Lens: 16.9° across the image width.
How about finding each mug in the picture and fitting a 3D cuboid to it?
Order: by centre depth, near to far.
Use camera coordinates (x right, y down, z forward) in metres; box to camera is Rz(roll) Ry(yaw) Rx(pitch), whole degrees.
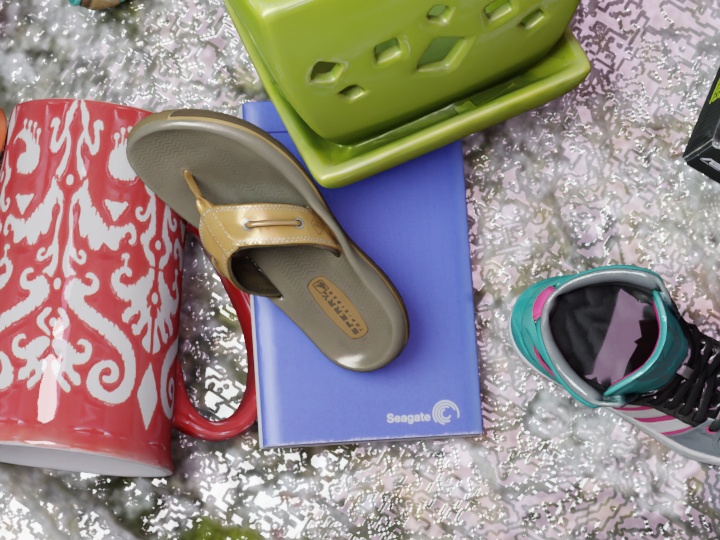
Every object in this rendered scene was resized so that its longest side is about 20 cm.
[{"bbox_3d":[-0.149,0.015,1.415,0.133,0.177,0.202,-3,77,40],"label":"mug"}]

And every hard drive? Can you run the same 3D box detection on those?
[{"bbox_3d":[0.000,0.000,1.422,0.131,0.025,0.202,-3,83,-12],"label":"hard drive"}]

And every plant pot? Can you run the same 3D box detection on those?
[{"bbox_3d":[0.014,-0.176,1.350,0.199,0.182,0.200,-23,51,-7],"label":"plant pot"}]

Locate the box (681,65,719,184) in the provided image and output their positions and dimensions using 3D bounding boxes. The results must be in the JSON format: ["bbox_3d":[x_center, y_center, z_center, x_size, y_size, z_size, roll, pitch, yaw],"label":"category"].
[{"bbox_3d":[0.302,-0.098,1.366,0.199,0.047,0.194,30,71,-10],"label":"box"}]

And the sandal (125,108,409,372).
[{"bbox_3d":[-0.051,-0.012,1.346,0.080,0.054,0.200,-33,108,34],"label":"sandal"}]

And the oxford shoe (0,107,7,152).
[{"bbox_3d":[-0.293,-0.034,1.415,0.200,0.072,0.071,-50,39,15],"label":"oxford shoe"}]

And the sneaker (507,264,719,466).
[{"bbox_3d":[0.178,0.054,1.370,0.199,0.121,0.084,21,85,6],"label":"sneaker"}]

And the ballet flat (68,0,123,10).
[{"bbox_3d":[-0.166,-0.257,1.462,0.072,0.068,0.201,-16,83,-18],"label":"ballet flat"}]
